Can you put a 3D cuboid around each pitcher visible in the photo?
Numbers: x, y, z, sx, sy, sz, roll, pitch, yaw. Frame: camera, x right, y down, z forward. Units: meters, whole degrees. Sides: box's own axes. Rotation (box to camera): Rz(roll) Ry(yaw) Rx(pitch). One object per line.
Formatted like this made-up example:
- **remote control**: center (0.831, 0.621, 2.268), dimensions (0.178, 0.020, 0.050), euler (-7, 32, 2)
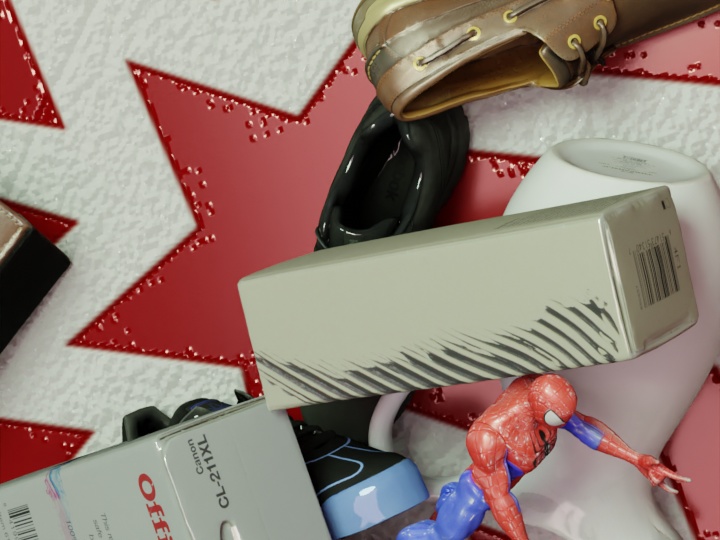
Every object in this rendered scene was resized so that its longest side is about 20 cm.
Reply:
- **pitcher**: center (0.095, 0.036, 1.181), dimensions (0.171, 0.121, 0.201), euler (10, 108, 8)

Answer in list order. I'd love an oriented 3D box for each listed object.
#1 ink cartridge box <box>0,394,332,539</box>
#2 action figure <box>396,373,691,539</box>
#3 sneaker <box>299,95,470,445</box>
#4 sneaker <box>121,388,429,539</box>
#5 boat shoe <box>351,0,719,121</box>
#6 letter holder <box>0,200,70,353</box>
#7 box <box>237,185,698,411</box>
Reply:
- **ink cartridge box**: center (-0.101, 0.157, 1.182), dimensions (0.200, 0.083, 0.146), euler (-20, 88, 49)
- **action figure**: center (0.079, 0.118, 1.113), dimensions (0.099, 0.065, 0.200), euler (39, 145, 11)
- **sneaker**: center (0.000, 0.000, 1.215), dimensions (0.076, 0.091, 0.201), euler (12, 100, 12)
- **sneaker**: center (-0.053, 0.101, 1.220), dimensions (0.200, 0.070, 0.078), euler (-11, 98, 41)
- **boat shoe**: center (0.098, -0.119, 1.167), dimensions (0.199, 0.072, 0.068), euler (-14, 59, 0)
- **letter holder**: center (-0.278, 0.024, 1.255), dimensions (0.142, 0.101, 0.200), euler (36, 85, 10)
- **box**: center (0.048, 0.014, 1.095), dimensions (0.200, 0.082, 0.069), euler (-10, 96, 34)
